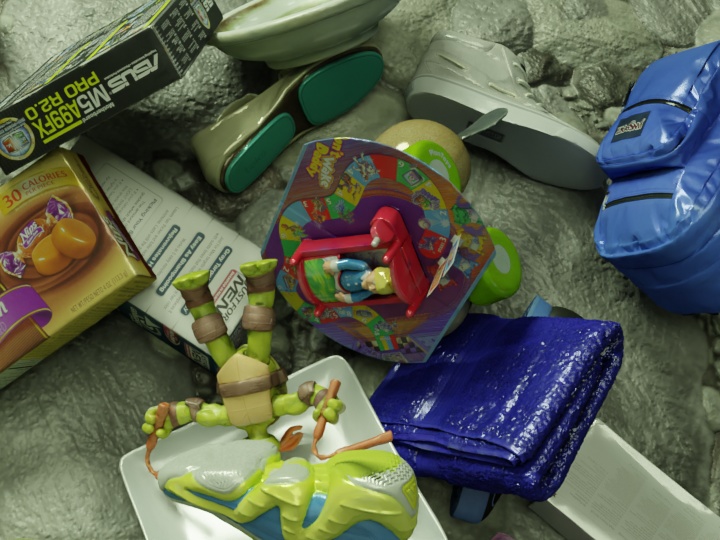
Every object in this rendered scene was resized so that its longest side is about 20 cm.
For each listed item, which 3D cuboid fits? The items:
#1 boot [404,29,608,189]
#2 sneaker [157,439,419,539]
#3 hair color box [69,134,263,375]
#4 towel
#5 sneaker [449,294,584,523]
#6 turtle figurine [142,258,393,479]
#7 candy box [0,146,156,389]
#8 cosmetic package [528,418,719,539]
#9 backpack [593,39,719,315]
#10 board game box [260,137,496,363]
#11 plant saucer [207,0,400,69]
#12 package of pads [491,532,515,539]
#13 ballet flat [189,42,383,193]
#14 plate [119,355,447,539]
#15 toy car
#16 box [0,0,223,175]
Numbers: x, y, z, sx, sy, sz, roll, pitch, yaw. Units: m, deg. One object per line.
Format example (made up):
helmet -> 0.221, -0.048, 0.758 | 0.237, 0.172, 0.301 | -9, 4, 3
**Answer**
boot -> 0.143, -0.153, 0.961 | 0.197, 0.074, 0.097 | 24, 61, -3
sneaker -> -0.051, 0.174, 0.708 | 0.197, 0.075, 0.107 | -2, 100, 32
hair color box -> -0.172, -0.012, 0.868 | 0.198, 0.061, 0.101 | 32, 70, 6
towel -> 0.090, 0.090, 0.795 | 0.050, 0.199, 0.149 | 45, 65, -28
sneaker -> 0.138, 0.118, 0.850 | 0.077, 0.070, 0.202 | 25, 68, 3
turtle figurine -> -0.076, 0.076, 0.785 | 0.197, 0.064, 0.164 | -9, 94, 18
candy box -> -0.270, 0.012, 0.805 | 0.198, 0.056, 0.118 | -34, 85, 3
cosmetic package -> 0.236, 0.216, 0.833 | 0.199, 0.051, 0.083 | 40, 67, 10
backpack -> 0.282, -0.074, 0.891 | 0.167, 0.162, 0.202 | 34, 77, -12
board game box -> 0.000, 0.000, 0.774 | 0.157, 0.201, 0.039 | 31, 44, 3
plant saucer -> -0.040, -0.219, 0.931 | 0.198, 0.200, 0.051 | -26, 113, -16
package of pads -> 0.147, 0.291, 0.755 | 0.199, 0.076, 0.120 | 37, 30, 7
ballet flat -> -0.068, -0.149, 0.941 | 0.199, 0.070, 0.070 | -39, 77, -19
plate -> -0.060, 0.179, 0.788 | 0.197, 0.033, 0.201 | -25, 49, -10
toy car -> 0.053, -0.058, 0.870 | 0.158, 0.163, 0.201 | 51, 44, -17
box -> -0.198, -0.160, 0.837 | 0.158, 0.201, 0.045 | -25, 112, 12
